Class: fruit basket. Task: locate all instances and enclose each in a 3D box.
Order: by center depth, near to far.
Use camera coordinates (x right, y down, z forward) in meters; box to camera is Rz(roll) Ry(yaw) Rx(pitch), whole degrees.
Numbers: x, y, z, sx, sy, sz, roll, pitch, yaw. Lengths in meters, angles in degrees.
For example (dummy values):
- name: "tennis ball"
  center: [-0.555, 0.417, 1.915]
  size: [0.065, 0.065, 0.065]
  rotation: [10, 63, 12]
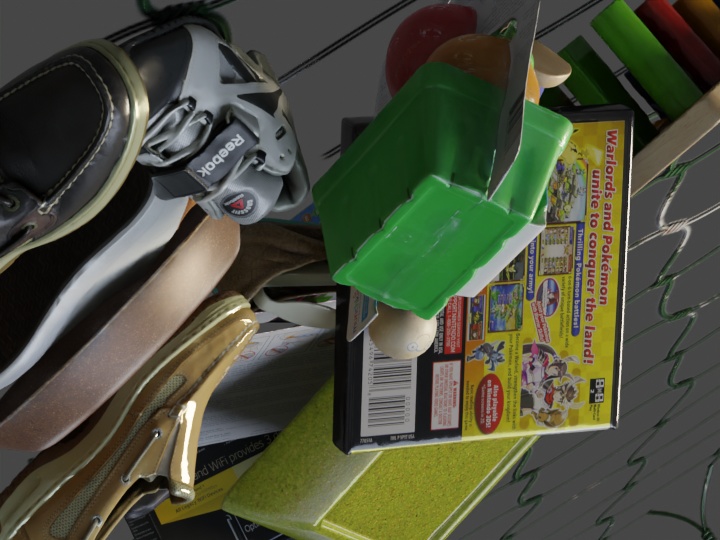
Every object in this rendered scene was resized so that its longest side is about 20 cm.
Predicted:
- name: "fruit basket"
  center: [0.051, -0.082, 1.537]
  size: [0.185, 0.094, 0.200]
  rotation: [-47, -159, 45]

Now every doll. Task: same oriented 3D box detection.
- name: "doll"
  center: [0.047, -0.035, 1.680]
  size: [0.136, 0.048, 0.200]
  rotation: [-15, 136, -47]

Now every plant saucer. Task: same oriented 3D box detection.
- name: "plant saucer"
  center: [-0.132, 0.032, 1.639]
  size: [0.200, 0.034, 0.200]
  rotation: [-45, -174, 6]
- name: "plant saucer"
  center: [0.035, 0.117, 1.930]
  size: [0.200, 0.048, 0.200]
  rotation: [-48, 147, 9]

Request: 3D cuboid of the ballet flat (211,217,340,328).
- name: "ballet flat"
  center: [0.000, 0.000, 1.787]
  size: [0.200, 0.072, 0.068]
  rotation: [-5, 151, -24]

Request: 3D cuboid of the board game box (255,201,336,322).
- name: "board game box"
  center: [0.010, -0.020, 1.922]
  size: [0.151, 0.037, 0.200]
  rotation: [-36, 164, 19]

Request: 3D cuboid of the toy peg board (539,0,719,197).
- name: "toy peg board"
  center: [0.170, -0.111, 1.885]
  size: [0.200, 0.098, 0.199]
  rotation: [-41, 179, 37]

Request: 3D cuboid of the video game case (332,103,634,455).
- name: "video game case"
  center: [0.073, 0.004, 1.768]
  size: [0.180, 0.200, 0.025]
  rotation: [-4, -164, -21]

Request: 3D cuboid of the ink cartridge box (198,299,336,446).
- name: "ink cartridge box"
  center: [-0.080, 0.053, 1.904]
  size: [0.161, 0.050, 0.200]
  rotation: [-10, 154, -25]

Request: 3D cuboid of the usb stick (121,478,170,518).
- name: "usb stick"
  center: [-0.148, 0.115, 1.793]
  size: [0.055, 0.033, 0.200]
  rotation: [-39, -167, -11]

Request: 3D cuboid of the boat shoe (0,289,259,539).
- name: "boat shoe"
  center: [-0.119, 0.101, 1.671]
  size: [0.200, 0.076, 0.072]
  rotation: [-47, 167, -7]

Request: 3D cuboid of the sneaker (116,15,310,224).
- name: "sneaker"
  center: [-0.074, -0.068, 1.473]
  size: [0.074, 0.089, 0.200]
  rotation: [-35, 165, 19]

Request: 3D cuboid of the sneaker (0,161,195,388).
- name: "sneaker"
  center: [-0.161, 0.009, 1.576]
  size: [0.200, 0.073, 0.085]
  rotation: [-38, 163, 18]

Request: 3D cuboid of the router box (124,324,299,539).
- name: "router box"
  center: [-0.066, 0.134, 2.032]
  size: [0.200, 0.158, 0.052]
  rotation: [-25, 178, -24]

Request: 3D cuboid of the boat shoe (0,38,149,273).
- name: "boat shoe"
  center: [-0.177, -0.036, 1.394]
  size: [0.201, 0.072, 0.066]
  rotation: [-36, 171, 37]
